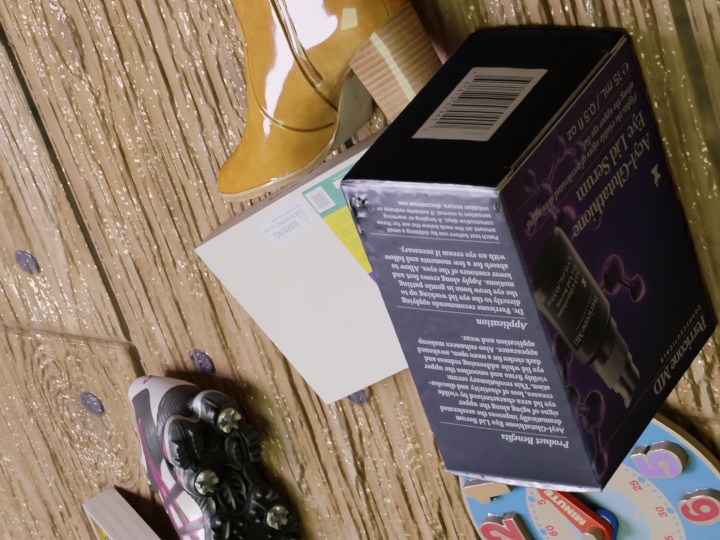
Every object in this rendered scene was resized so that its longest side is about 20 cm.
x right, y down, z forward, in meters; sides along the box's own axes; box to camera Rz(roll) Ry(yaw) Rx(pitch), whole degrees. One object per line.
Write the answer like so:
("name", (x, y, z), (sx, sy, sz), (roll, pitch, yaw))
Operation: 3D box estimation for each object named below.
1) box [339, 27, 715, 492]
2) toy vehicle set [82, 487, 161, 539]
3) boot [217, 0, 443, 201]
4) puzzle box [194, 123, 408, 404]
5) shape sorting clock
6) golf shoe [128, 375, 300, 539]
("box", (0.093, -0.006, 1.427), (0.104, 0.148, 0.201), (4, 130, 37))
("toy vehicle set", (-0.126, 0.246, 1.874), (0.200, 0.026, 0.125), (38, 153, 55))
("boot", (-0.047, -0.130, 1.500), (0.201, 0.071, 0.144), (-27, 101, 47))
("puzzle box", (0.000, 0.000, 1.608), (0.133, 0.025, 0.200), (51, 141, -11))
("shape sorting clock", (0.148, 0.151, 1.616), (0.199, 0.039, 0.201), (23, 139, 22))
("golf shoe", (-0.099, 0.153, 1.816), (0.088, 0.077, 0.201), (27, 140, 47))
